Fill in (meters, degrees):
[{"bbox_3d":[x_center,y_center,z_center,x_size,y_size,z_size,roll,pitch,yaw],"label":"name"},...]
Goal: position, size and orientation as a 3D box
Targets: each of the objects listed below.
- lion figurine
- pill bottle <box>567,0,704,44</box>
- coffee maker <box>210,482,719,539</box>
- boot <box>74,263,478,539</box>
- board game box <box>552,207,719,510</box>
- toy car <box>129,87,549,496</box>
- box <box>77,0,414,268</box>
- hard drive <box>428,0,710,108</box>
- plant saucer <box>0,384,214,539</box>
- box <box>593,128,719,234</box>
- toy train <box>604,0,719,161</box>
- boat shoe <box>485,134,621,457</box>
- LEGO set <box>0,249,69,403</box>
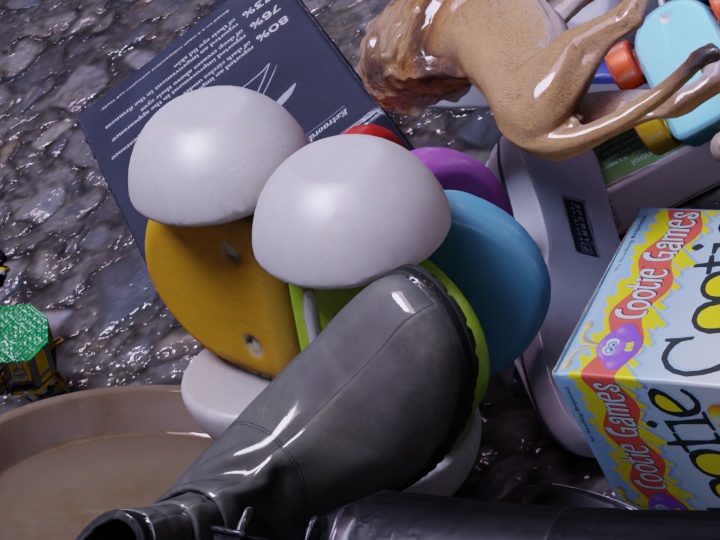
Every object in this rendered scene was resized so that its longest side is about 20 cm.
[{"bbox_3d":[0.072,-0.094,0.939,0.122,0.073,0.200,-37,27,0],"label":"lion figurine"},{"bbox_3d":[0.171,-0.200,1.068,0.200,0.111,0.111,-35,35,-24],"label":"pill bottle"},{"bbox_3d":[0.079,0.149,0.772,0.200,0.192,0.135,-2,87,35],"label":"coffee maker"},{"bbox_3d":[-0.045,0.086,0.824,0.131,0.068,0.200,-21,-24,-48],"label":"boot"},{"bbox_3d":[0.200,0.047,0.880,0.200,0.105,0.103,3,47,38],"label":"board game box"},{"bbox_3d":[0.000,0.000,0.966,0.150,0.175,0.200,-31,36,-31],"label":"toy car"},{"bbox_3d":[-0.050,-0.052,1.160,0.148,0.104,0.200,-37,36,4],"label":"box"},{"bbox_3d":[0.122,-0.127,1.108,0.199,0.025,0.132,1,37,14],"label":"hard drive"},{"bbox_3d":[-0.101,0.107,1.013,0.199,0.030,0.200,2,21,-1],"label":"plant saucer"},{"bbox_3d":[0.161,-0.110,1.159,0.144,0.036,0.200,-27,34,4],"label":"box"},{"bbox_3d":[0.211,-0.093,0.953,0.200,0.056,0.151,27,96,31],"label":"toy train"},{"bbox_3d":[0.092,0.015,1.035,0.065,0.073,0.200,-48,31,40],"label":"boat shoe"},{"bbox_3d":[-0.258,0.083,1.184,0.154,0.116,0.200,27,64,17],"label":"LEGO set"}]
